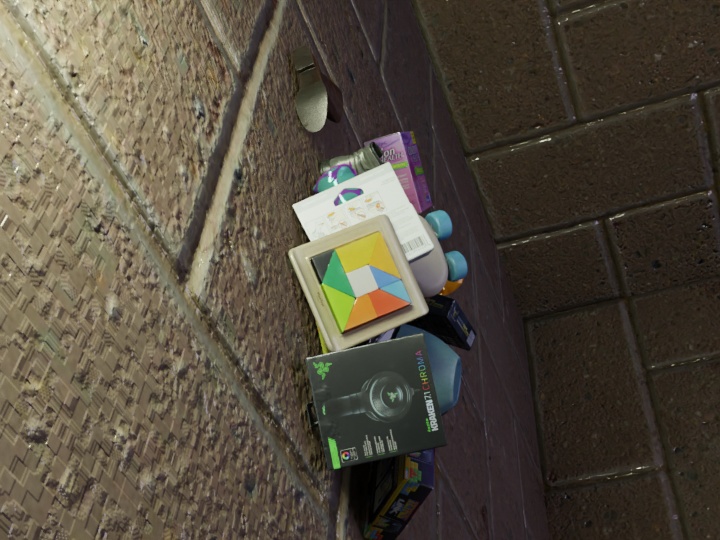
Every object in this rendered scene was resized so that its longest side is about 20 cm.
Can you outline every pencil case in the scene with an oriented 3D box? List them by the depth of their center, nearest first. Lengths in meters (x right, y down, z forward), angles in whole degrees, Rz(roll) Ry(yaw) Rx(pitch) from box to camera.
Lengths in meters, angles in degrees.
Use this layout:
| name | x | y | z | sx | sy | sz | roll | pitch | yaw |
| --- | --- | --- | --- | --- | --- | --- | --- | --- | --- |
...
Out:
| name | x | y | z | sx | sy | sz | roll | pitch | yaw |
| --- | --- | --- | --- | --- | --- | --- | --- | --- | --- |
| pencil case | -0.004 | -0.098 | 1.644 | 0.201 | 0.092 | 0.085 | 56 | -9 | 14 |

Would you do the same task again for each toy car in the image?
| name | x | y | z | sx | sy | sz | roll | pitch | yaw |
| --- | --- | --- | --- | --- | --- | --- | --- | --- | --- |
| toy car | 0.088 | -0.014 | 1.885 | 0.200 | 0.183 | 0.178 | -30 | -100 | 64 |

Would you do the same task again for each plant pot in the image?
| name | x | y | z | sx | sy | sz | roll | pitch | yaw |
| --- | --- | --- | --- | --- | --- | --- | --- | --- | --- |
| plant pot | 0.123 | 0.208 | 1.744 | 0.200 | 0.133 | 0.202 | 4 | 90 | -75 |

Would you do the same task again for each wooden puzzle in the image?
| name | x | y | z | sx | sy | sz | roll | pitch | yaw |
| --- | --- | --- | --- | --- | --- | --- | --- | --- | --- |
| wooden puzzle | 0.001 | 0.018 | 1.481 | 0.186 | 0.199 | 0.037 | 66 | -24 | 6 |

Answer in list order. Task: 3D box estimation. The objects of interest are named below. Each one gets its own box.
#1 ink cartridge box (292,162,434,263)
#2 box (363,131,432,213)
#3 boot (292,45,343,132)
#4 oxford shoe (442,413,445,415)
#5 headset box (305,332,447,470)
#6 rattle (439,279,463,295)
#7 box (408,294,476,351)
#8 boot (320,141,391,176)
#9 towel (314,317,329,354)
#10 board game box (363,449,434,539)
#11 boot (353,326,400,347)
| name | x | y | z | sx | sy | sz | roll | pitch | yaw |
| --- | --- | --- | --- | --- | --- | --- | --- | --- | --- |
| ink cartridge box | 0.002 | -0.069 | 1.558 | 0.175 | 0.199 | 0.044 | 63 | -15 | 9 |
| box | 0.097 | -0.235 | 2.218 | 0.176 | 0.096 | 0.202 | -33 | 107 | -74 |
| boot | -0.072 | -0.326 | 1.789 | 0.200 | 0.064 | 0.188 | 46 | 35 | -69 |
| oxford shoe | 0.141 | 0.234 | 2.051 | 0.071 | 0.071 | 0.202 | -160 | -128 | -75 |
| headset box | 0.017 | 0.202 | 1.380 | 0.093 | 0.198 | 0.176 | 82 | -3 | -81 |
| rattle | 0.163 | 0.012 | 2.132 | 0.131 | 0.142 | 0.201 | -103 | 168 | -46 |
| box | 0.166 | 0.106 | 2.051 | 0.051 | 0.157 | 0.200 | -64 | 148 | -17 |
| boot | 0.011 | -0.149 | 1.777 | 0.068 | 0.130 | 0.201 | -80 | 151 | -56 |
| towel | -0.052 | 0.123 | 1.531 | 0.086 | 0.018 | 0.202 | -12 | 88 | -69 |
| board game box | 0.067 | 0.330 | 1.512 | 0.201 | 0.056 | 0.166 | -83 | -162 | -53 |
| boot | 0.029 | 0.174 | 1.540 | 0.211 | 0.079 | 0.159 | -50 | 123 | -39 |
